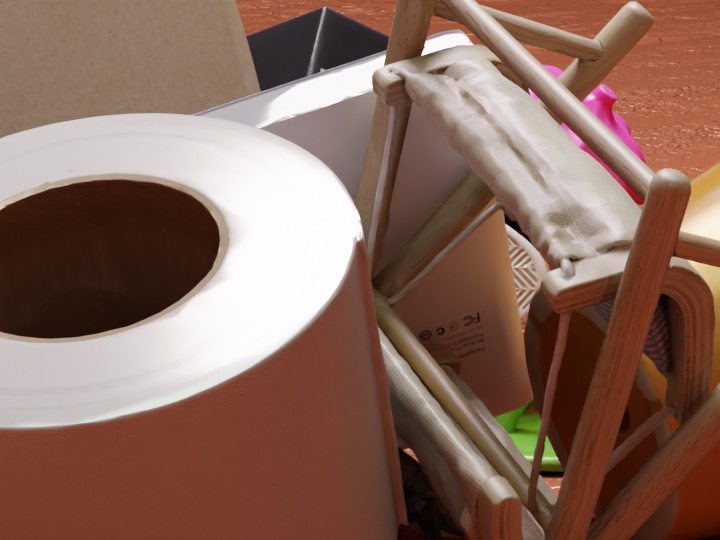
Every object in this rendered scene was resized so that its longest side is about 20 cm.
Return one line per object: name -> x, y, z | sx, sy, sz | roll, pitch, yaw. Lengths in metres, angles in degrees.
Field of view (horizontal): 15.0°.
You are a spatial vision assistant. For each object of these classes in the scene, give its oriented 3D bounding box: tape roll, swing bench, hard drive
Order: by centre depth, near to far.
tape roll -> -0.092, 0.050, 1.026 | 0.202, 0.139, 0.203 | -6, 34, 4
swing bench -> 0.069, 0.010, 1.082 | 0.130, 0.200, 0.199 | 13, 25, -37
hard drive -> 0.000, 0.000, 1.197 | 0.132, 0.200, 0.027 | -19, 40, -9

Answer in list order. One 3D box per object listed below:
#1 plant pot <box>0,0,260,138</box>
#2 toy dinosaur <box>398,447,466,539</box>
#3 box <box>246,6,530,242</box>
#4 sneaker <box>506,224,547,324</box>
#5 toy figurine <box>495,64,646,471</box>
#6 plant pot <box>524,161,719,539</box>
plant pot -> -0.161, -0.093, 1.365 | 0.200, 0.177, 0.200 | -4, 9, -23
toy dinosaur -> -0.024, 0.083, 1.180 | 0.200, 0.077, 0.102 | -7, 22, -21
box -> 0.015, -0.072, 1.615 | 0.200, 0.079, 0.141 | 23, -22, -29
sneaker -> 0.013, -0.007, 1.597 | 0.200, 0.075, 0.085 | 12, -3, 8
toy figurine -> 0.068, -0.011, 1.357 | 0.200, 0.184, 0.150 | 3, 13, 9
plant pot -> 0.182, 0.033, 1.218 | 0.183, 0.200, 0.200 | -22, 21, -21
